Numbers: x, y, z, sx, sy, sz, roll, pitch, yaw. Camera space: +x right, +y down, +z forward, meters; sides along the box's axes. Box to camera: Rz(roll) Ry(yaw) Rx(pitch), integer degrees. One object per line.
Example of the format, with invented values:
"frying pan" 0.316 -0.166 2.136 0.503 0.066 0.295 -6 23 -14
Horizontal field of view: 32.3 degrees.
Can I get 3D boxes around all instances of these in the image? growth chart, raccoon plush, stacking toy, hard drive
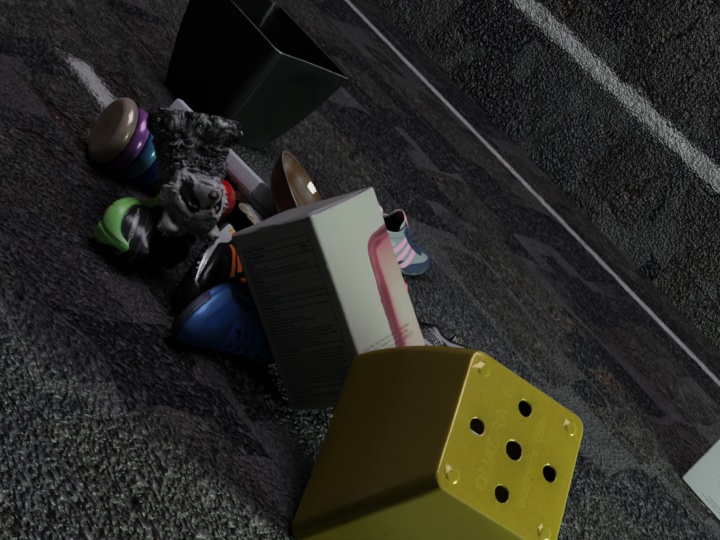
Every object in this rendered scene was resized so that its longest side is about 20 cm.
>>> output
"growth chart" -0.102 -0.028 1.560 0.145 0.018 0.201 46 6 -37
"raccoon plush" -0.190 -0.102 1.362 0.095 0.136 0.200 8 3 -16
"stacking toy" -0.233 -0.127 1.523 0.199 0.085 0.086 32 19 -35
"hard drive" -0.169 -0.138 1.666 0.200 0.027 0.132 45 -2 32

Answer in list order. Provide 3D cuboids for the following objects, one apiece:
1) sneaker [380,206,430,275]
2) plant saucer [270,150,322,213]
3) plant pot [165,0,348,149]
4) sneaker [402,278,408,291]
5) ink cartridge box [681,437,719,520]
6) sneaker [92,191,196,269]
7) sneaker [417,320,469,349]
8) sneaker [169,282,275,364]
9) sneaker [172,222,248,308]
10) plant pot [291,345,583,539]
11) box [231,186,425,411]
"sneaker" 0.059 -0.049 1.910 0.199 0.082 0.070 15 29 -53
"plant saucer" -0.067 -0.058 1.620 0.202 0.034 0.201 60 10 -18
"plant pot" -0.175 -0.302 1.884 0.200 0.178 0.199 48 21 24
"sneaker" 0.000 0.000 1.422 0.077 0.085 0.199 47 -17 -23
"ink cartridge box" 0.672 0.327 2.063 0.146 0.201 0.146 49 20 29
"sneaker" -0.215 -0.042 1.375 0.084 0.077 0.199 48 29 8
"sneaker" 0.091 0.147 1.394 0.113 0.076 0.202 -22 85 -27
"sneaker" -0.122 0.061 1.315 0.079 0.066 0.199 49 20 17
"sneaker" -0.143 0.008 1.388 0.089 0.070 0.200 35 16 -5
"plant pot" 0.088 0.183 1.132 0.199 0.176 0.202 34 56 -19
"box" -0.029 0.031 1.296 0.108 0.127 0.203 -27 102 -46
